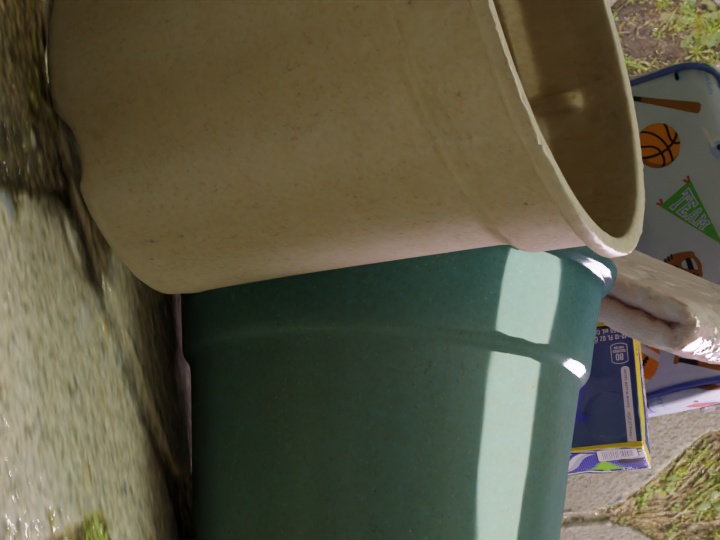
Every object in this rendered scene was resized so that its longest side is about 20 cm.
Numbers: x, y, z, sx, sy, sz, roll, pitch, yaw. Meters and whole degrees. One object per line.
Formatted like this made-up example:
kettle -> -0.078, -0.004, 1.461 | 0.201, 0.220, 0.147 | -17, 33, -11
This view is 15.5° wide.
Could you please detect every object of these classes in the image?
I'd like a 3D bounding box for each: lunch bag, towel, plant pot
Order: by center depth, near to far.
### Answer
plant pot -> -0.011, -0.079, 1.010 | 0.200, 0.183, 0.201 | -16, 90, -72
plant pot -> 0.007, 0.090, 1.147 | 0.200, 0.199, 0.197 | 60, 33, -73
towel -> 0.114, 0.002, 1.327 | 0.200, 0.191, 0.032 | 6, 106, -65
lunch bag -> 0.173, -0.011, 1.505 | 0.076, 0.160, 0.201 | 20, 56, -66

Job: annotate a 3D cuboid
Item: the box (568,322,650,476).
box -> 0.049, 0.075, 1.380 | 0.064, 0.199, 0.070 | 59, 26, -72
